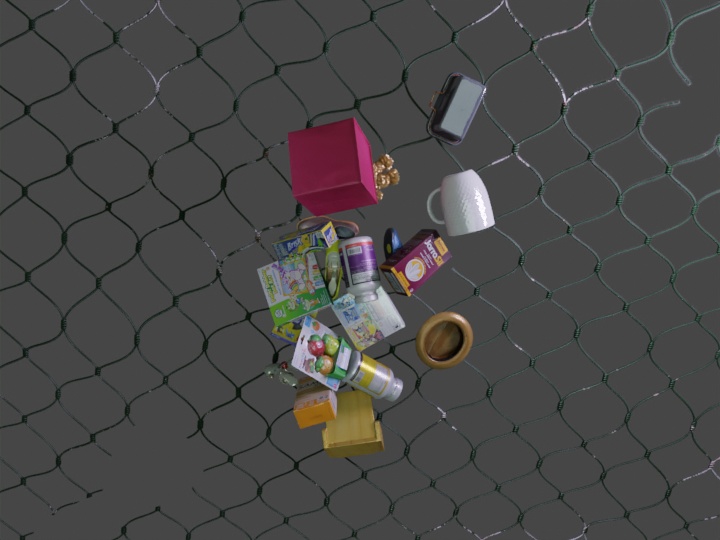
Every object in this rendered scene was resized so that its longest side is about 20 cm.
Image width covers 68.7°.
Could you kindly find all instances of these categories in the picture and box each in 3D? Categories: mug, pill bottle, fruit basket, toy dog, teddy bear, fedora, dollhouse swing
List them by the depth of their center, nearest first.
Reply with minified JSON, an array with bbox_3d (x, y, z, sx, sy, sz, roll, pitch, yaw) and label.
[{"bbox_3d":[0.296,-0.207,1.620,0.199,0.147,0.177,-10,101,34],"label":"mug"},{"bbox_3d":[0.022,-0.279,1.630,0.198,0.067,0.146,-10,102,2],"label":"teddy bear"},{"bbox_3d":[0.000,0.000,1.653,0.111,0.112,0.202,-12,85,3],"label":"pill bottle"},{"bbox_3d":[-0.120,0.263,1.699,0.093,0.186,0.200,-18,134,37],"label":"fruit basket"},{"bbox_3d":[0.272,0.226,1.753,0.199,0.082,0.202,0,100,-3],"label":"fedora"},{"bbox_3d":[-0.214,0.331,1.756,0.199,0.097,0.132,-34,125,9],"label":"toy dog"},{"bbox_3d":[0.040,0.361,1.768,0.199,0.112,0.112,31,103,-18],"label":"pill bottle"},{"bbox_3d":[-0.030,0.542,1.862,0.198,0.177,0.182,-9,146,2],"label":"dollhouse swing"}]

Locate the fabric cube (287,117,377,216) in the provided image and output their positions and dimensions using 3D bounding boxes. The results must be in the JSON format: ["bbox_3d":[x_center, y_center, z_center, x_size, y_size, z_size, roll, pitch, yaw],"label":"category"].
[{"bbox_3d":[-0.076,-0.291,1.517,0.198,0.200,0.198,-11,76,13],"label":"fabric cube"}]

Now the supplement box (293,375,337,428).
[{"bbox_3d":[-0.146,0.421,1.745,0.125,0.200,0.074,-18,108,4],"label":"supplement box"}]

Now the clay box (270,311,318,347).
[{"bbox_3d":[-0.208,0.145,1.752,0.114,0.048,0.201,24,104,-5],"label":"clay box"}]

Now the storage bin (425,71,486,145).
[{"bbox_3d":[0.279,-0.479,1.542,0.145,0.134,0.201,23,103,-6],"label":"storage bin"}]

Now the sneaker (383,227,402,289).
[{"bbox_3d":[0.125,-0.042,1.701,0.078,0.066,0.202,-13,101,-21],"label":"sneaker"}]

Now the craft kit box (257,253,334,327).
[{"bbox_3d":[-0.209,0.053,1.689,0.196,0.049,0.201,-23,78,7],"label":"craft kit box"}]

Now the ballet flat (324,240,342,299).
[{"bbox_3d":[-0.085,0.001,1.703,0.066,0.067,0.202,6,104,-1],"label":"ballet flat"}]

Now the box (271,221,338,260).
[{"bbox_3d":[-0.173,-0.090,1.636,0.199,0.070,0.065,-12,113,31],"label":"box"}]

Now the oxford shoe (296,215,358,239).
[{"bbox_3d":[-0.105,-0.132,1.665,0.198,0.073,0.072,2,105,0],"label":"oxford shoe"}]

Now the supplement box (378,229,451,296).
[{"bbox_3d":[0.172,-0.027,1.641,0.200,0.086,0.111,-41,110,-17],"label":"supplement box"}]

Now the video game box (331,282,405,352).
[{"bbox_3d":[0.023,0.143,1.751,0.181,0.047,0.201,-29,102,5],"label":"video game box"}]
